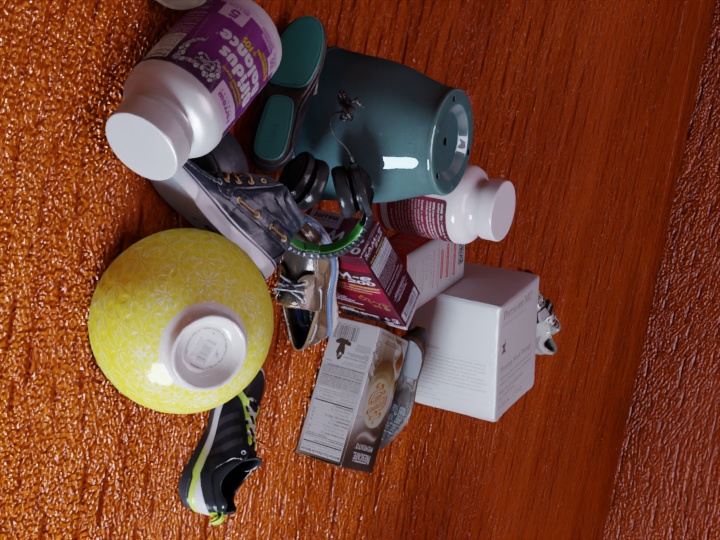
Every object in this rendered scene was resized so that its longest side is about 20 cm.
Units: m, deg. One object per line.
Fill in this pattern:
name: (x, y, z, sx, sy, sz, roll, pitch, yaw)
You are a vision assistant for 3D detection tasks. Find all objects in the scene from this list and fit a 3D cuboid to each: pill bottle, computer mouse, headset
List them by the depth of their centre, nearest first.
pill bottle: (-0.170, -0.186, 1.164, 0.201, 0.111, 0.113, -59, 147, -36)
computer mouse: (-0.137, -0.079, 1.343, 0.140, 0.046, 0.202, -31, 127, -52)
headset: (-0.040, -0.110, 1.378, 0.094, 0.122, 0.201, -103, -155, -55)
pill bottle: (0.113, -0.100, 1.633, 0.113, 0.198, 0.114, -33, 129, -52)

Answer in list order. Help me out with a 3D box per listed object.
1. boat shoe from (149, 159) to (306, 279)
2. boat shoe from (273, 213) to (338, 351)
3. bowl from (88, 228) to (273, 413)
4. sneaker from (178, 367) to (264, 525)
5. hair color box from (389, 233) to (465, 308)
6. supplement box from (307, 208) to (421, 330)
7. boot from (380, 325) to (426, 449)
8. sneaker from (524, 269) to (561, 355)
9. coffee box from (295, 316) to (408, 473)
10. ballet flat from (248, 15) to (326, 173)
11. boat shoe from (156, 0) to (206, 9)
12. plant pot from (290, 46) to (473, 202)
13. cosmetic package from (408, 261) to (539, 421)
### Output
boat shoe: (-0.146, -0.085, 1.249, 0.200, 0.071, 0.091, 47, 67, -32)
boat shoe: (-0.071, 0.021, 1.477, 0.072, 0.072, 0.201, -48, 140, -40)
bowl: (-0.171, 0.067, 1.178, 0.198, 0.108, 0.202, -8, 110, -22)
sneaker: (-0.147, 0.214, 1.404, 0.201, 0.082, 0.072, -68, 151, -18)
hair color box: (0.094, -0.011, 1.781, 0.200, 0.061, 0.103, -29, 125, -54)
supplement box: (0.000, 0.000, 1.562, 0.061, 0.108, 0.200, -64, 148, -22)
boot: (0.059, 0.180, 1.773, 0.201, 0.074, 0.097, -68, 172, 22)
sneaker: (0.358, 0.085, 2.281, 0.074, 0.088, 0.201, -50, 140, -39)
coffee box: (-0.010, 0.180, 1.645, 0.114, 0.079, 0.202, 29, 75, -62)
ballet flat: (-0.088, -0.206, 1.372, 0.073, 0.072, 0.202, 43, 58, -58)
boat shoe: (-0.212, -0.328, 1.095, 0.200, 0.071, 0.068, 39, 50, -59)
plant pot: (0.037, -0.176, 1.468, 0.200, 0.186, 0.202, -36, 131, -55)
cosmetic package: (0.185, 0.111, 1.888, 0.167, 0.165, 0.202, -30, 126, -54)
